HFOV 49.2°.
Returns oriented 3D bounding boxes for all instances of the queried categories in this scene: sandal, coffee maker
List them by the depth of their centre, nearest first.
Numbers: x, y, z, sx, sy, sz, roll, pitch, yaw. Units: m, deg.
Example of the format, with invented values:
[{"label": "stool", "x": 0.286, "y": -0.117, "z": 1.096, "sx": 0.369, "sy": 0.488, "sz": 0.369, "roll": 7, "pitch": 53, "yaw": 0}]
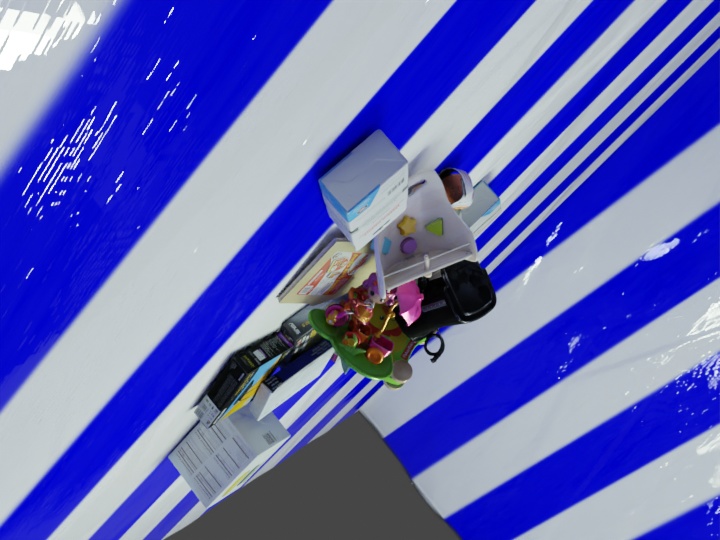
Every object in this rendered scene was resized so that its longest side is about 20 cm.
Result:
[{"label": "sandal", "x": 0.176, "y": -0.161, "z": 1.530, "sx": 0.206, "sy": 0.079, "sz": 0.059, "roll": -22, "pitch": 160, "yaw": -52}, {"label": "coffee maker", "x": 0.170, "y": 0.067, "z": 1.552, "sx": 0.135, "sy": 0.192, "sz": 0.199, "roll": -50, "pitch": -164, "yaw": -30}]

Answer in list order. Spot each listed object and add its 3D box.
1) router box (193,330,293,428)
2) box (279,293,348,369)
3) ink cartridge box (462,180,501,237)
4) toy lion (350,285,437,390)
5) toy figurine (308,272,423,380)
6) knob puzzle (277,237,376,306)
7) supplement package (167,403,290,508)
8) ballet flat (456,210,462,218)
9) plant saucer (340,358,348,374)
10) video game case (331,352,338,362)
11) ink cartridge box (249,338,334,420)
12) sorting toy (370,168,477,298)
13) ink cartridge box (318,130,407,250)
[{"label": "router box", "x": -0.238, "y": 0.223, "z": 1.604, "sx": 0.149, "sy": 0.051, "sz": 0.200, "roll": -28, "pitch": 161, "yaw": -52}, {"label": "box", "x": -0.107, "y": 0.129, "z": 1.701, "sx": 0.158, "sy": 0.048, "sz": 0.201, "roll": -35, "pitch": 166, "yaw": -27}, {"label": "ink cartridge box", "x": 0.290, "y": -0.142, "z": 1.957, "sx": 0.116, "sy": 0.068, "sz": 0.200, "roll": -43, "pitch": 168, "yaw": 5}, {"label": "toy lion", "x": 0.054, "y": 0.120, "z": 1.659, "sx": 0.201, "sy": 0.191, "sz": 0.069, "roll": -56, "pitch": 180, "yaw": -30}, {"label": "toy figurine", "x": 0.029, "y": 0.074, "z": 1.476, "sx": 0.185, "sy": 0.199, "sz": 0.150, "roll": -53, "pitch": -176, "yaw": 24}, {"label": "knob puzzle", "x": -0.038, "y": -0.004, "z": 1.457, "sx": 0.218, "sy": 0.031, "sz": 0.220, "roll": -26, "pitch": 155, "yaw": -13}, {"label": "supplement package", "x": -0.298, "y": 0.401, "z": 1.790, "sx": 0.200, "sy": 0.151, "sz": 0.151, "roll": -47, "pitch": 167, "yaw": 21}, {"label": "ballet flat", "x": 0.201, "y": -0.106, "z": 1.800, "sx": 0.200, "sy": 0.063, "sz": 0.068, "roll": 122, "pitch": -14, "yaw": -58}, {"label": "plant saucer", "x": 0.007, "y": 0.142, "z": 1.778, "sx": 0.201, "sy": 0.036, "sz": 0.200, "roll": -56, "pitch": 174, "yaw": -8}, {"label": "video game case", "x": -0.013, "y": 0.117, "z": 1.847, "sx": 0.182, "sy": 0.036, "sz": 0.200, "roll": -55, "pitch": 175, "yaw": -18}, {"label": "ink cartridge box", "x": -0.141, "y": 0.223, "z": 1.704, "sx": 0.199, "sy": 0.041, "sz": 0.200, "roll": -34, "pitch": 166, "yaw": -35}, {"label": "sorting toy", "x": 0.091, "y": -0.078, "z": 1.382, "sx": 0.198, "sy": 0.107, "sz": 0.182, "roll": -21, "pitch": 118, "yaw": -19}, {"label": "ink cartridge box", "x": 0.009, "y": -0.112, "z": 1.175, "sx": 0.116, "sy": 0.068, "sz": 0.200, "roll": -40, "pitch": 167, "yaw": -7}]
